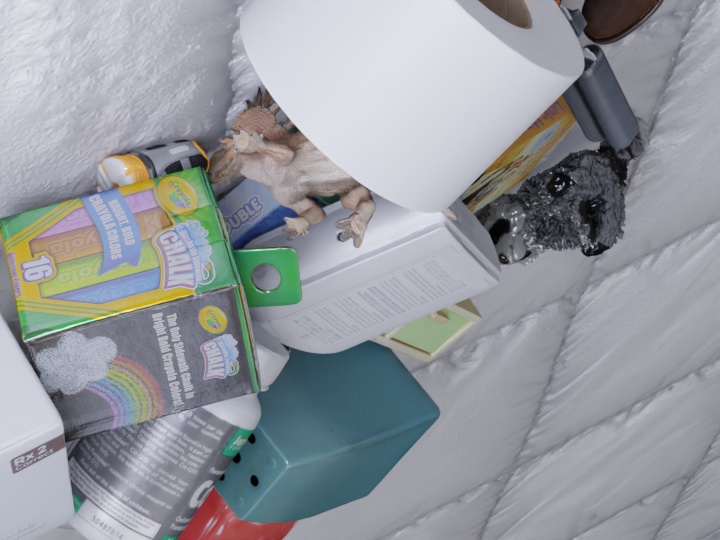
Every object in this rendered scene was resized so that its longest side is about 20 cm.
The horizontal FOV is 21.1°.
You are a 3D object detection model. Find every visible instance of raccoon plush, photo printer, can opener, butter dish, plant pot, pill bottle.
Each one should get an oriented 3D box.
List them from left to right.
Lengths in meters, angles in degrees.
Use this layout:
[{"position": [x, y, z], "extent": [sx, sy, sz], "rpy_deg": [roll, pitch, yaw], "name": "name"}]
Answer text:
[{"position": [-0.150, 0.122, 1.521], "extent": [0.201, 0.113, 0.113], "rpy_deg": [-55, 154, 5], "name": "pill bottle"}, {"position": [-0.129, 0.247, 1.949], "extent": [0.199, 0.148, 0.200], "rpy_deg": [-6, 144, -49], "name": "butter dish"}, {"position": [-0.056, 0.149, 1.821], "extent": [0.199, 0.142, 0.142], "rpy_deg": [-19, 154, -54], "name": "plant pot"}, {"position": [0.000, 0.000, 1.586], "extent": [0.199, 0.070, 0.166], "rpy_deg": [-23, 155, 15], "name": "photo printer"}, {"position": [0.191, -0.067, 1.865], "extent": [0.133, 0.097, 0.200], "rpy_deg": [-10, -163, 40], "name": "raccoon plush"}, {"position": [0.173, -0.157, 1.605], "extent": [0.067, 0.053, 0.200], "rpy_deg": [-57, 141, -17], "name": "can opener"}]

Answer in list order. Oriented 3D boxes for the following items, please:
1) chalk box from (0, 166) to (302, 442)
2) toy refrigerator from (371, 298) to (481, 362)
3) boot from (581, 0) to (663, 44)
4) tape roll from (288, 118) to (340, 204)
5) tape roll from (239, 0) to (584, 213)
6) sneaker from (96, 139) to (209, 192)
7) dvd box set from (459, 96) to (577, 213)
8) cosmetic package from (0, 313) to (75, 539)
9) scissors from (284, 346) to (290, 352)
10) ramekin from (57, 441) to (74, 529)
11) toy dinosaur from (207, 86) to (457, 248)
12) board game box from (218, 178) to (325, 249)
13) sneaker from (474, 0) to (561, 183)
[{"position": [-0.142, 0.018, 1.374], "extent": [0.198, 0.124, 0.125], "rpy_deg": [-15, 139, -8], "name": "chalk box"}, {"position": [0.042, 0.031, 1.858], "extent": [0.076, 0.070, 0.200], "rpy_deg": [-39, 156, 12], "name": "toy refrigerator"}, {"position": [0.183, -0.260, 1.496], "extent": [0.199, 0.064, 0.187], "rpy_deg": [-3, 134, -52], "name": "boot"}, {"position": [0.036, -0.134, 1.559], "extent": [0.199, 0.048, 0.201], "rpy_deg": [-29, 157, -13], "name": "tape roll"}, {"position": [0.035, -0.158, 1.317], "extent": [0.139, 0.203, 0.202], "rpy_deg": [-45, 155, 24], "name": "tape roll"}, {"position": [-0.155, -0.025, 1.484], "extent": [0.077, 0.078, 0.201], "rpy_deg": [-28, 156, -25], "name": "sneaker"}, {"position": [0.112, -0.088, 1.695], "extent": [0.200, 0.029, 0.146], "rpy_deg": [-34, 170, -37], "name": "dvd box set"}, {"position": [-0.317, 0.098, 1.343], "extent": [0.164, 0.201, 0.165], "rpy_deg": [-25, 155, -18], "name": "cosmetic package"}, {"position": [-0.092, 0.081, 1.729], "extent": [0.073, 0.014, 0.200], "rpy_deg": [-38, -172, -1], "name": "scissors"}, {"position": [-0.207, 0.153, 1.670], "extent": [0.201, 0.095, 0.203], "rpy_deg": [-16, 161, -6], "name": "ramekin"}, {"position": [-0.024, -0.087, 1.431], "extent": [0.198, 0.136, 0.087], "rpy_deg": [4, 118, 3], "name": "toy dinosaur"}, {"position": [-0.109, 0.011, 1.652], "extent": [0.200, 0.044, 0.199], "rpy_deg": [-39, 156, 11], "name": "board game box"}, {"position": [0.112, -0.148, 1.480], "extent": [0.089, 0.070, 0.201], "rpy_deg": [-16, 137, -31], "name": "sneaker"}]
